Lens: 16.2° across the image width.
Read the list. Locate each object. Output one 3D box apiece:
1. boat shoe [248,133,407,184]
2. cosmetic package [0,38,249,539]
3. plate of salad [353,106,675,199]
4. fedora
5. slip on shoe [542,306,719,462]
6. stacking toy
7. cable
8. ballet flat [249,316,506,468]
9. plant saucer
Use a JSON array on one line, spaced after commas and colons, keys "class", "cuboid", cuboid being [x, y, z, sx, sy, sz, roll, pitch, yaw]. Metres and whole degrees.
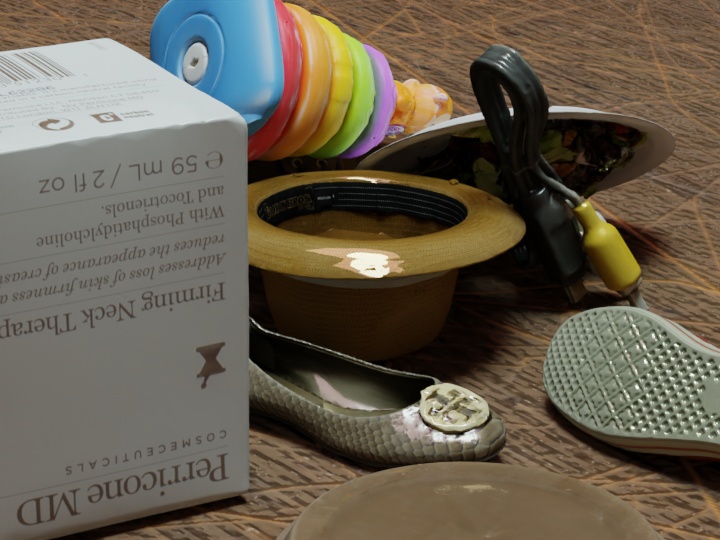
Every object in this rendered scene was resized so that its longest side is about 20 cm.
[{"class": "boat shoe", "cuboid": [-0.038, -0.060, 1.598, 0.068, 0.072, 0.200, 16, 23, 39]}, {"class": "cosmetic package", "cuboid": [-0.162, 0.007, 1.242, 0.167, 0.200, 0.166, -11, 24, -28]}, {"class": "plate of salad", "cuboid": [0.094, -0.056, 1.549, 0.200, 0.048, 0.200, -5, -15, -1]}, {"class": "fedora", "cuboid": [0.000, 0.000, 1.432, 0.201, 0.082, 0.201, 1, 16, 0]}, {"class": "slip on shoe", "cuboid": [0.176, 0.067, 1.302, 0.200, 0.074, 0.061, 12, -11, 42]}, {"class": "stacking toy", "cuboid": [-0.023, -0.109, 1.544, 0.200, 0.110, 0.116, 9, -27, -40]}, {"class": "cable", "cuboid": [0.105, -0.059, 1.461, 0.050, 0.200, 0.097, -35, 35, -18]}, {"class": "ballet flat", "cuboid": [-0.014, 0.060, 1.323, 0.200, 0.046, 0.067, 15, 26, 33]}, {"class": "plant saucer", "cuboid": [0.053, 0.135, 1.157, 0.200, 0.029, 0.200, 1, 21, -1]}]
